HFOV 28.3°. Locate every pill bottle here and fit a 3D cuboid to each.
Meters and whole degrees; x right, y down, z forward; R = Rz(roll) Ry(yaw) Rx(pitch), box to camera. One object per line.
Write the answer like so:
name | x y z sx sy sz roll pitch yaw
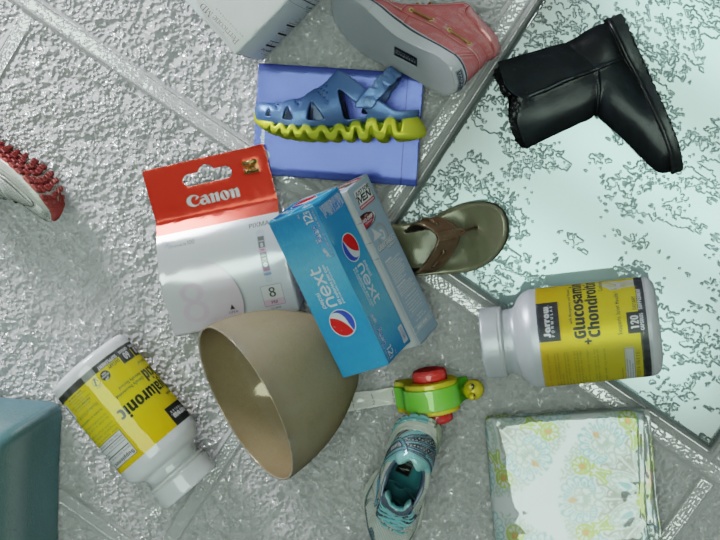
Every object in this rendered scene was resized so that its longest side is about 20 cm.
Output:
pill bottle | 0.240 0.073 1.636 0.199 0.112 0.113 -7 95 9
pill bottle | -0.269 0.186 1.734 0.111 0.111 0.200 -40 90 11

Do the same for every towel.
towel | 0.253 0.251 1.697 0.199 0.048 0.172 -4 93 9

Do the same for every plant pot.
plant pot | -0.081 0.125 1.675 0.134 0.200 0.201 -29 92 -23
plant pot | -0.493 0.268 1.732 0.195 0.200 0.197 4 97 8

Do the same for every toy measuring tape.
toy measuring tape | 0.048 0.155 1.703 0.199 0.074 0.074 -8 95 9

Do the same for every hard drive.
hard drive | -0.027 -0.174 1.701 0.199 0.025 0.133 5 97 8

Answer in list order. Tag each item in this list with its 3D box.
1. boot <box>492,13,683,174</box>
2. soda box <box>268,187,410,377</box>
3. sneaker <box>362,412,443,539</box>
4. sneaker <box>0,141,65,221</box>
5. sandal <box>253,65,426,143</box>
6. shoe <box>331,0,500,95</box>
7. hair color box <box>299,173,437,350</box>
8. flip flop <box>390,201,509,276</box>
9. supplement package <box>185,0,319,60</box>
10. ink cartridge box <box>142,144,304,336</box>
boot | 0.257 -0.174 1.630 0.167 0.076 0.201 -24 85 7
soda box | -0.023 0.014 1.610 0.068 0.064 0.201 -18 103 33
sneaker | 0.040 0.266 1.687 0.077 0.086 0.201 14 122 4
sneaker | -0.448 -0.114 1.752 0.199 0.078 0.082 32 104 13
sandal | -0.024 -0.190 1.651 0.199 0.079 0.088 -1 93 0
shoe | 0.065 -0.280 1.658 0.200 0.072 0.091 35 57 26
hair color box | 0.000 0.000 1.668 0.099 0.061 0.201 -18 104 32
flip flop | 0.077 -0.032 1.683 0.199 0.058 0.082 -7 91 12
supplement package | -0.122 -0.379 1.631 0.200 0.147 0.191 -45 89 10
ink cartridge box | -0.169 -0.033 1.714 0.162 0.057 0.201 -12 107 10
